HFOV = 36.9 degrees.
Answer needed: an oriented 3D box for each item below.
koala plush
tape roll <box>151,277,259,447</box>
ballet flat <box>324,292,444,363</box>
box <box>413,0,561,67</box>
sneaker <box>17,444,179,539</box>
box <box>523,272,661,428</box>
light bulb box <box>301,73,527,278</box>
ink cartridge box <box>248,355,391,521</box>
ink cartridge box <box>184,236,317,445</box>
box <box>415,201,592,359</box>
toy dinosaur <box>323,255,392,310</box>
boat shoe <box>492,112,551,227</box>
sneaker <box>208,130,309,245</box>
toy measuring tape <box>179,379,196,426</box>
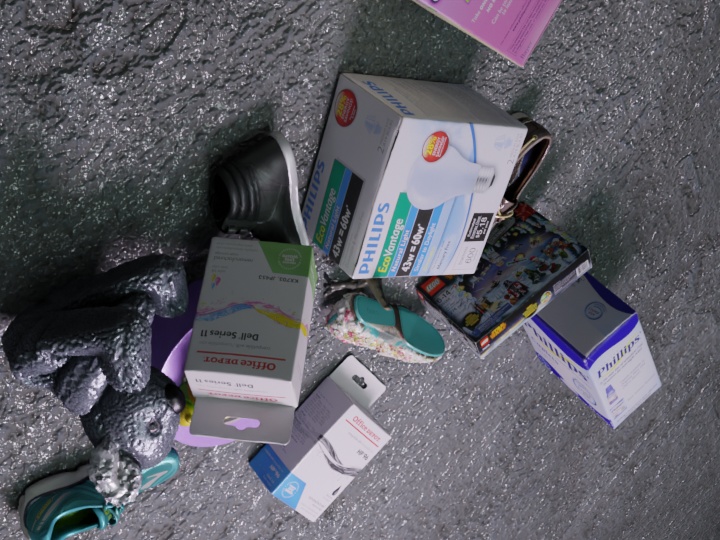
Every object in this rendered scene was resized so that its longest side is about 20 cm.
[{"bbox_3d":[-0.249,0.118,1.100,0.180,0.178,0.203,-13,115,14],"label":"koala plush"},{"bbox_3d":[-0.163,0.106,1.267,0.197,0.066,0.203,-22,130,-27],"label":"tape roll"},{"bbox_3d":[0.029,0.078,1.405,0.063,0.077,0.199,-28,143,32],"label":"ballet flat"},{"bbox_3d":[0.079,-0.314,1.084,0.198,0.176,0.098,18,108,-44],"label":"box"},{"bbox_3d":[-0.297,0.266,1.260,0.198,0.080,0.079,-25,132,-25],"label":"sneaker"},{"bbox_3d":[0.327,0.098,1.577,0.104,0.184,0.201,-39,136,-6],"label":"box"},{"bbox_3d":[0.059,-0.108,1.252,0.197,0.125,0.201,-3,121,-39],"label":"light bulb box"},{"bbox_3d":[-0.039,0.226,1.452,0.200,0.068,0.116,-47,138,-2],"label":"ink cartridge box"},{"bbox_3d":[-0.115,0.071,1.126,0.115,0.203,0.068,4,150,4],"label":"ink cartridge box"},{"bbox_3d":[0.189,0.009,1.434,0.199,0.137,0.040,-38,137,-11],"label":"box"},{"bbox_3d":[0.000,0.000,1.284,0.086,0.201,0.048,0,110,5],"label":"toy dinosaur"},{"bbox_3d":[0.178,-0.104,1.400,0.071,0.059,0.202,19,106,-46],"label":"boat shoe"},{"bbox_3d":[-0.115,-0.048,1.198,0.098,0.071,0.203,-23,126,-22],"label":"sneaker"},{"bbox_3d":[-0.130,0.100,1.191,0.200,0.073,0.074,-47,137,-1],"label":"toy measuring tape"}]
